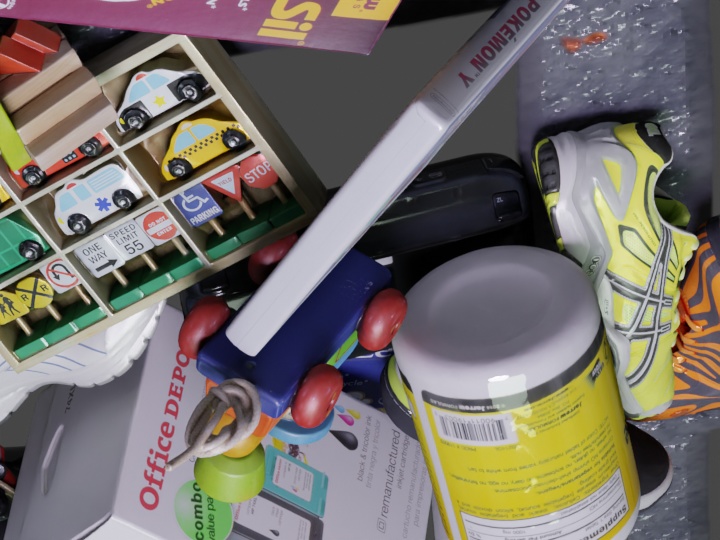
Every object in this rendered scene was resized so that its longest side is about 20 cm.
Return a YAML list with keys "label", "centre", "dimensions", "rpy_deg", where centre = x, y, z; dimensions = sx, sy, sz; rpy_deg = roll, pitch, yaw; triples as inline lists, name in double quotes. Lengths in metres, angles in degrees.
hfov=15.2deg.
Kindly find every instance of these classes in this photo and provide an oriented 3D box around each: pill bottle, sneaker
- label: "pill bottle"
  centre: [0.090, 0.095, 1.460]
  dimensions: [0.112, 0.113, 0.201]
  rpy_deg: [-13, 126, 4]
- label: "sneaker"
  centre: [0.189, 0.041, 1.584]
  dimensions: [0.111, 0.078, 0.200]
  rpy_deg: [-15, 148, 5]
- label: "sneaker"
  centre: [0.106, 0.079, 1.551]
  dimensions: [0.199, 0.072, 0.083]
  rpy_deg: [20, 125, -22]
- label: "sneaker"
  centre: [0.153, 0.004, 1.484]
  dimensions: [0.076, 0.076, 0.201]
  rpy_deg: [-18, 131, 4]
- label: "sneaker"
  centre: [-0.185, 0.027, 1.460]
  dimensions: [0.199, 0.075, 0.087]
  rpy_deg: [-29, 138, 25]

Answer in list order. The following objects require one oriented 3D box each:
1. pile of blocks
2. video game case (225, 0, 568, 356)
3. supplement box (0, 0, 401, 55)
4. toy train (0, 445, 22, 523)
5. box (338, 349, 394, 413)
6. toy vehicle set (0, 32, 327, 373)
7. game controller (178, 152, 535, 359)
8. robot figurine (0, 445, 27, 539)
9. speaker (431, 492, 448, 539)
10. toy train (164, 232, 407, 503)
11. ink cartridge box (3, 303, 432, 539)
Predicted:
- label: "pile of blocks"
  centre: [-0.220, -0.072, 1.282]
  dimensions: [0.199, 0.082, 0.062]
  rpy_deg: [-16, 142, 7]
- label: "video game case"
  centre: [0.028, -0.063, 1.307]
  dimensions: [0.023, 0.182, 0.200]
  rpy_deg: [41, 135, 1]
- label: "supplement box"
  centre: [-0.073, -0.167, 1.170]
  dimensions: [0.199, 0.086, 0.110]
  rpy_deg: [4, 145, -23]
- label: "toy train"
  centre: [-0.226, 0.116, 1.561]
  dimensions: [0.200, 0.046, 0.034]
  rpy_deg: [35, 151, -21]
- label: "box"
  centre: [-0.018, 0.024, 1.541]
  dimensions: [0.120, 0.033, 0.200]
  rpy_deg: [-2, 146, -14]
- label: "toy vehicle set"
  centre: [-0.132, -0.038, 1.361]
  dimensions: [0.199, 0.027, 0.124]
  rpy_deg: [-27, 117, 23]
- label: "game controller"
  centre: [0.000, 0.000, 1.465]
  dimensions: [0.199, 0.042, 0.105]
  rpy_deg: [-13, 133, -7]
- label: "robot figurine"
  centre: [-0.214, 0.184, 1.651]
  dimensions: [0.199, 0.151, 0.125]
  rpy_deg: [2, 174, -20]
- label: "speaker"
  centre: [0.085, 0.169, 1.640]
  dimensions: [0.081, 0.201, 0.081]
  rpy_deg: [-4, 152, -2]
- label: "toy train"
  centre: [-0.061, 0.075, 1.365]
  dimensions: [0.084, 0.200, 0.116]
  rpy_deg: [30, 134, 12]
- label: "ink cartridge box"
  centre: [-0.083, 0.143, 1.541]
  dimensions: [0.199, 0.147, 0.146]
  rpy_deg: [27, 142, -24]
